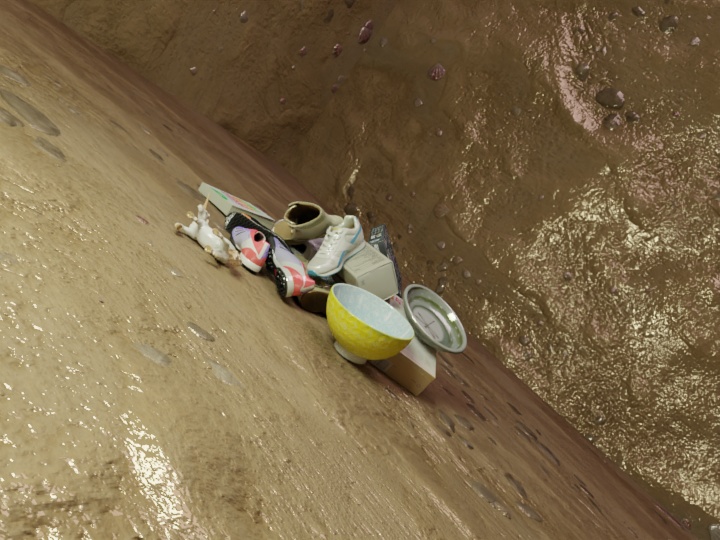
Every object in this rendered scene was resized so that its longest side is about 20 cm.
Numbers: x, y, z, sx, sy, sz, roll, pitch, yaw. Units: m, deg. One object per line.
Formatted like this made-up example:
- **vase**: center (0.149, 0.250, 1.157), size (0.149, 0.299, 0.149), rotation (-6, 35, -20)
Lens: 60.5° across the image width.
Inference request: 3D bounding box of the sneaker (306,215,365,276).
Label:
- **sneaker**: center (-0.064, -0.054, 1.429), size (0.075, 0.200, 0.082), rotation (7, -55, 33)

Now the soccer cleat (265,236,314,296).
- **soccer cleat**: center (-0.162, -0.010, 1.371), size (0.072, 0.070, 0.201), rotation (-2, 32, -24)

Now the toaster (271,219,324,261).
- **toaster**: center (-0.166, -0.063, 1.640), size (0.199, 0.115, 0.129), rotation (40, 10, 16)

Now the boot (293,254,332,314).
- **boot**: center (-0.103, 0.039, 1.473), size (0.198, 0.073, 0.156), rotation (20, 23, -50)

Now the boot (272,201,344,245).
- **boot**: center (-0.152, -0.114, 1.487), size (0.195, 0.074, 0.154), rotation (-4, -10, 21)

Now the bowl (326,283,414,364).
- **bowl**: center (0.003, 0.127, 1.285), size (0.197, 0.109, 0.201), rotation (28, 15, -8)

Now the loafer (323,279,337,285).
- **loafer**: center (-0.034, 0.066, 1.570), size (0.198, 0.063, 0.073), rotation (29, 48, -28)

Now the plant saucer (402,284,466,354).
- **plant saucer**: center (0.167, 0.125, 1.470), size (0.198, 0.050, 0.202), rotation (32, 31, -21)

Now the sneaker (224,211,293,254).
- **sneaker**: center (-0.241, -0.080, 1.535), size (0.198, 0.071, 0.090), rotation (37, 10, -2)

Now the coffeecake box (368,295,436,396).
- **coffeecake box**: center (0.103, 0.169, 1.457), size (0.152, 0.073, 0.201), rotation (36, 29, -12)

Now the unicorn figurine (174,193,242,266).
- **unicorn figurine**: center (-0.307, -0.075, 1.235), size (0.202, 0.073, 0.137), rotation (55, 2, 13)

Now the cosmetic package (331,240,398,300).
- **cosmetic package**: center (0.000, 0.000, 1.482), size (0.200, 0.101, 0.089), rotation (42, -30, 59)

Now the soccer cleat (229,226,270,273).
- **soccer cleat**: center (-0.246, -0.064, 1.400), size (0.068, 0.074, 0.200), rotation (33, 9, -29)

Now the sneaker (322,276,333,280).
- **sneaker**: center (-0.035, 0.059, 1.650), size (0.199, 0.086, 0.077), rotation (34, 8, -38)

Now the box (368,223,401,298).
- **box**: center (0.067, -0.022, 1.635), size (0.200, 0.043, 0.163), rotation (-79, 151, -73)

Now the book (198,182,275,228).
- **book**: center (-0.346, -0.174, 1.724), size (0.133, 0.049, 0.199), rotation (38, 8, 26)
